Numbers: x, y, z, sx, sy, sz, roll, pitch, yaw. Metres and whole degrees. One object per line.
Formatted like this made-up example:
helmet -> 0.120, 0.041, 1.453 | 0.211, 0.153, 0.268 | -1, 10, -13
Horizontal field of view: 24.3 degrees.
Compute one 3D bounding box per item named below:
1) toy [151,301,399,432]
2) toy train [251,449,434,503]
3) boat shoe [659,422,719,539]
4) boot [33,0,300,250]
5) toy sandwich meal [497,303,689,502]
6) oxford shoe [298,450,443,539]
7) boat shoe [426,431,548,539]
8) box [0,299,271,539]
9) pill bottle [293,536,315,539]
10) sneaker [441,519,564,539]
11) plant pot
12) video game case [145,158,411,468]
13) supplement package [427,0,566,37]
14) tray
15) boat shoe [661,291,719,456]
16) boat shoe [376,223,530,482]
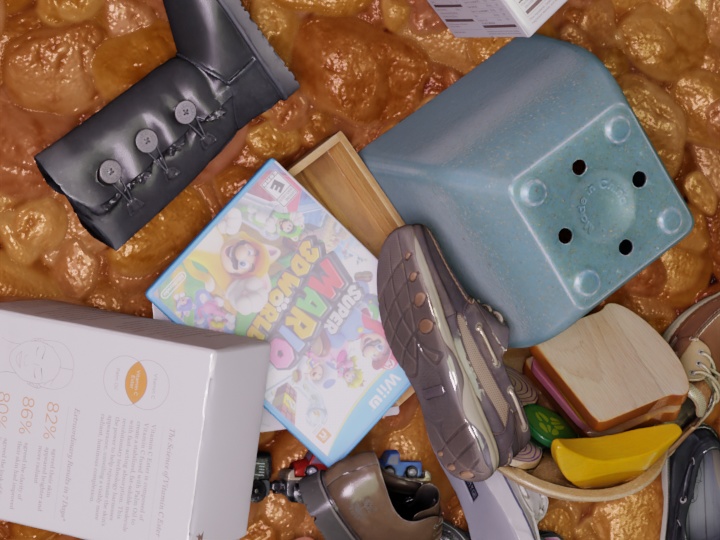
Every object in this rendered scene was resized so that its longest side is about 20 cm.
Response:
toy -> -0.072, 0.069, 1.335 | 0.199, 0.047, 0.116 | -5, 85, -29
toy train -> -0.033, 0.168, 1.374 | 0.199, 0.034, 0.046 | 4, 83, -18
boat shoe -> 0.310, 0.234, 1.476 | 0.074, 0.066, 0.201 | -5, 98, -18
boot -> -0.169, -0.139, 1.279 | 0.200, 0.066, 0.165 | -40, 105, -5
toy sandwich meal -> 0.174, 0.103, 1.358 | 0.204, 0.206, 0.071 | 1, 131, -18
oxford shoe -> 0.039, 0.213, 1.311 | 0.084, 0.073, 0.200 | -32, 129, 9
boat shoe -> 0.122, 0.187, 1.373 | 0.069, 0.071, 0.201 | -9, 60, -29
box -> -0.183, 0.112, 1.226 | 0.199, 0.106, 0.153 | 10, 95, 19
pill bottle -> 0.001, 0.306, 1.361 | 0.106, 0.106, 0.200 | -46, 107, -8
sneaker -> 0.133, 0.254, 1.427 | 0.199, 0.080, 0.087 | 33, 62, -17
plant pot -> 0.147, -0.057, 1.317 | 0.195, 0.200, 0.197 | -36, 106, -10
video game case -> -0.045, 0.034, 1.288 | 0.200, 0.018, 0.143 | 44, 85, -10
supplement package -> 0.138, -0.289, 1.309 | 0.200, 0.156, 0.111 | -44, 108, -9
tray -> 0.000, 0.000, 1.338 | 0.099, 0.037, 0.200 | -39, 99, -27
boat shoe -> 0.282, 0.104, 1.447 | 0.076, 0.074, 0.200 | 45, 82, -18
boat shoe -> 0.072, 0.058, 1.275 | 0.073, 0.074, 0.201 | -20, 93, -34
